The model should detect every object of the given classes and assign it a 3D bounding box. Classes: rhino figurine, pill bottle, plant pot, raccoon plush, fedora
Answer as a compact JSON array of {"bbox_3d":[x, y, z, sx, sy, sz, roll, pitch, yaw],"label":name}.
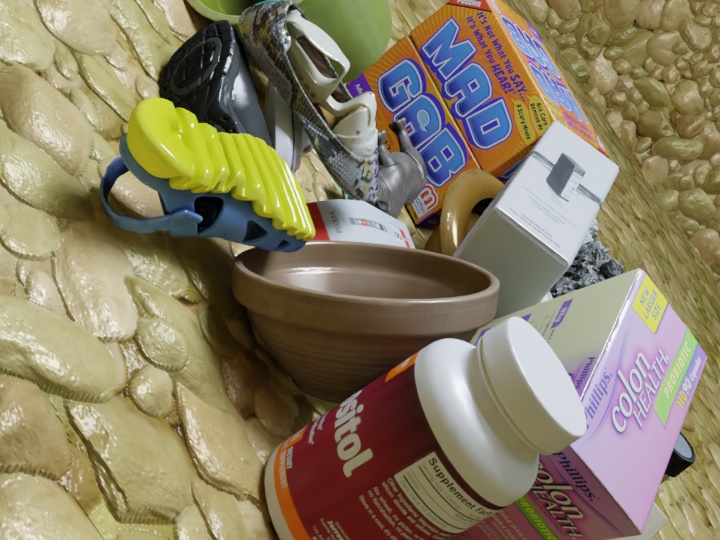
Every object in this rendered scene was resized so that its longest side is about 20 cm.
[{"bbox_3d":[0.020,-0.096,1.169,0.088,0.059,0.200,64,24,-8],"label":"rhino figurine"},{"bbox_3d":[0.042,0.118,0.734,0.113,0.199,0.114,44,24,-26],"label":"pill bottle"},{"bbox_3d":[-0.056,-0.287,1.149,0.190,0.198,0.202,45,21,-58],"label":"plant pot"},{"bbox_3d":[0.238,0.018,1.216,0.135,0.095,0.201,-96,166,-46],"label":"raccoon plush"},{"bbox_3d":[0.002,0.042,0.842,0.201,0.198,0.094,-25,121,-68],"label":"plant pot"},{"bbox_3d":[0.124,-0.009,1.207,0.199,0.081,0.204,28,52,-42],"label":"fedora"}]

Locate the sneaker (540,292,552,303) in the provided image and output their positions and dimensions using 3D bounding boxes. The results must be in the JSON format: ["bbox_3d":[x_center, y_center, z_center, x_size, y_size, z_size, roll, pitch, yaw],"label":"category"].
[{"bbox_3d":[0.135,0.095,1.085,0.201,0.074,0.085,-56,151,-43],"label":"sneaker"}]

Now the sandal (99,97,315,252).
[{"bbox_3d":[-0.110,-0.054,0.802,0.199,0.087,0.080,24,37,-50],"label":"sandal"}]

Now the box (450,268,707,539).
[{"bbox_3d":[0.139,0.115,0.868,0.097,0.199,0.177,48,49,-15],"label":"box"}]

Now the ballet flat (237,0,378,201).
[{"bbox_3d":[-0.027,-0.146,0.963,0.201,0.071,0.072,54,21,-21],"label":"ballet flat"}]

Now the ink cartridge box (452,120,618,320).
[{"bbox_3d":[0.147,-0.029,1.036,0.083,0.145,0.200,37,38,3],"label":"ink cartridge box"}]

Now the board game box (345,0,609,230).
[{"bbox_3d":[0.142,-0.179,1.351,0.199,0.199,0.202,10,49,-61],"label":"board game box"}]

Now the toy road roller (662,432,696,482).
[{"bbox_3d":[0.280,0.166,1.274,0.145,0.123,0.201,36,27,-15],"label":"toy road roller"}]

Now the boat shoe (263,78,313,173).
[{"bbox_3d":[-0.055,-0.147,1.042,0.064,0.074,0.201,9,38,-9],"label":"boat shoe"}]

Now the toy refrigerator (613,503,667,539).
[{"bbox_3d":[0.190,0.184,1.011,0.076,0.070,0.200,49,-5,-14],"label":"toy refrigerator"}]

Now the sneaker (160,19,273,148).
[{"bbox_3d":[-0.112,-0.121,0.938,0.091,0.075,0.202,43,31,-50],"label":"sneaker"}]

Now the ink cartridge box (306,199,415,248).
[{"bbox_3d":[0.000,0.000,1.012,0.199,0.050,0.164,30,33,-53],"label":"ink cartridge box"}]
